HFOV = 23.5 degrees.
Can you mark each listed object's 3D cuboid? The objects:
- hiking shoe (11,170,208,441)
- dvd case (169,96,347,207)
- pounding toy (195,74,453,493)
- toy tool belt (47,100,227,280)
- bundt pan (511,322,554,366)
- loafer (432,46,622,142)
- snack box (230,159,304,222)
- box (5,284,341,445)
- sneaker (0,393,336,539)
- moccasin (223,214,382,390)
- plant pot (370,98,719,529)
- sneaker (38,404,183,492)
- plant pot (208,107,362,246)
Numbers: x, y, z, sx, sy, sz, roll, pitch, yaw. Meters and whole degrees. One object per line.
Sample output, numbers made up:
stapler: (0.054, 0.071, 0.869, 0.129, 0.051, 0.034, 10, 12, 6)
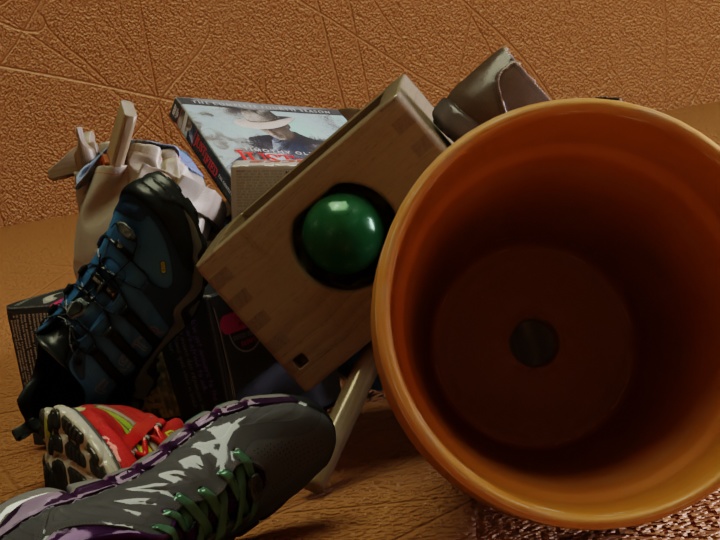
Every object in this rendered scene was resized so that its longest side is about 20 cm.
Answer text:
hiking shoe: (-0.156, 0.030, 1.078, 0.074, 0.200, 0.087, 38, 38, 24)
dvd case: (-0.042, -0.070, 1.282, 0.146, 0.022, 0.200, 2, 31, -29)
pounding toy: (0.000, 0.000, 1.046, 0.184, 0.142, 0.200, -40, 6, 9)
toy tool belt: (-0.162, -0.061, 1.259, 0.125, 0.123, 0.200, -8, 5, -8)
bundt pan: (0.148, 0.038, 1.095, 0.202, 0.076, 0.202, -11, 9, 2)
loafer: (0.142, -0.065, 1.008, 0.200, 0.071, 0.073, 28, 10, -14)
snack box: (0.014, -0.038, 1.155, 0.200, 0.072, 0.024, 0, 12, 1)
box: (-0.132, 0.057, 1.211, 0.200, 0.106, 0.122, -4, 10, 37)
sneaker: (-0.088, 0.128, 0.856, 0.200, 0.074, 0.088, -24, 26, -22)
moccasin: (-0.026, 0.005, 1.255, 0.068, 0.081, 0.200, -29, 56, -27)
plant pot: (0.099, 0.031, 0.882, 0.200, 0.200, 0.183, -11, -7, -6)
sneaker: (-0.139, 0.106, 1.007, 0.085, 0.077, 0.200, -7, 7, -15)
plant pot: (-0.051, -0.007, 1.401, 0.200, 0.187, 0.187, -32, 19, -33)
